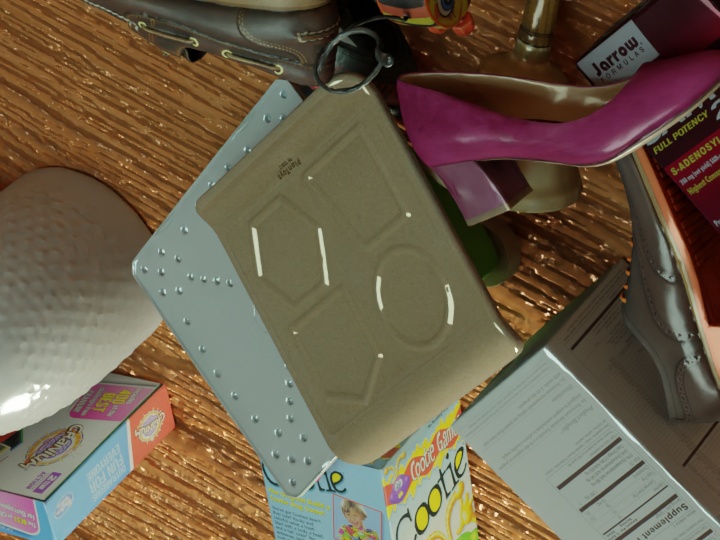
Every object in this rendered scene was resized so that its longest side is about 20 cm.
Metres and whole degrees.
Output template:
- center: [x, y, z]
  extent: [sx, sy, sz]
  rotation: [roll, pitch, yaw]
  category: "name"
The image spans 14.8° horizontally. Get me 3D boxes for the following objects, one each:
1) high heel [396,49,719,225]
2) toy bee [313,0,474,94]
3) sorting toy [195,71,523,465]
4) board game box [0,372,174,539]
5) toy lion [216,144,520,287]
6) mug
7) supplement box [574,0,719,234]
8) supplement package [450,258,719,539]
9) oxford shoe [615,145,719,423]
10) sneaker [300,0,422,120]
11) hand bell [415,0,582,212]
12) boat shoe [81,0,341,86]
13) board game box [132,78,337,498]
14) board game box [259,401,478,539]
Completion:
- center: [0.110, -0.102, 1.557]
  extent: [0.200, 0.067, 0.096]
  rotation: [-27, 98, 30]
  category: "high heel"
- center: [0.032, -0.185, 1.604]
  extent: [0.131, 0.200, 0.109]
  rotation: [35, 180, 33]
  category: "toy bee"
- center: [0.000, 0.000, 1.702]
  extent: [0.185, 0.036, 0.200]
  rotation: [-40, 79, 46]
  category: "sorting toy"
- center: [-0.260, 0.123, 2.032]
  extent: [0.200, 0.153, 0.040]
  rotation: [11, 128, 32]
  category: "board game box"
- center: [-0.016, -0.021, 1.816]
  extent: [0.192, 0.069, 0.200]
  rotation: [51, 136, 6]
  category: "toy lion"
- center: [-0.262, 0.017, 1.938]
  extent: [0.200, 0.175, 0.148]
  rotation: [38, 136, 8]
  category: "mug"
- center: [0.230, -0.080, 1.582]
  extent: [0.200, 0.061, 0.109]
  rotation: [49, 136, -2]
  category: "supplement box"
- center: [0.178, 0.116, 1.726]
  extent: [0.200, 0.114, 0.110]
  rotation: [46, 135, 0]
  category: "supplement package"
- center: [0.178, -0.002, 1.646]
  extent: [0.073, 0.071, 0.200]
  rotation: [-19, 91, 30]
  category: "oxford shoe"
- center: [-0.027, -0.179, 1.693]
  extent: [0.200, 0.071, 0.098]
  rotation: [48, 139, 0]
  category: "sneaker"
- center: [0.105, -0.146, 1.629]
  extent: [0.104, 0.104, 0.200]
  rotation: [25, 120, 20]
  category: "hand bell"
- center: [-0.101, -0.156, 1.668]
  extent: [0.200, 0.070, 0.070]
  rotation: [18, 125, 32]
  category: "boat shoe"
- center: [-0.040, 0.012, 1.783]
  extent: [0.200, 0.026, 0.200]
  rotation: [54, 127, 17]
  category: "board game box"
- center: [0.011, 0.177, 1.903]
  extent: [0.105, 0.103, 0.200]
  rotation: [13, 128, 31]
  category: "board game box"
